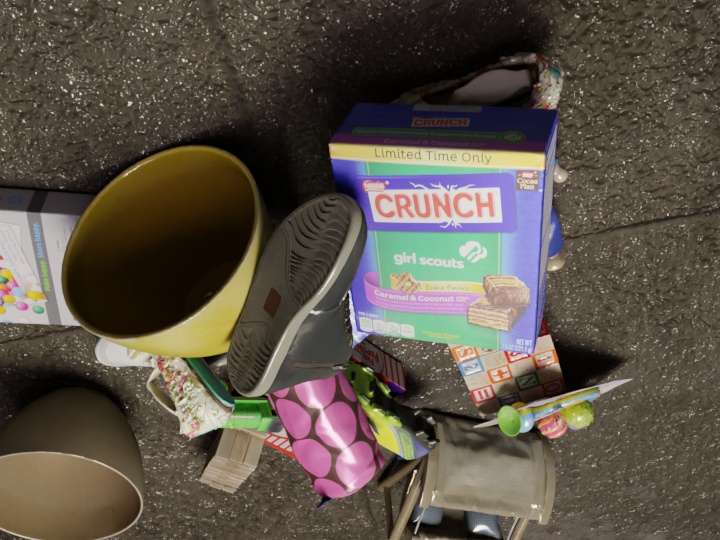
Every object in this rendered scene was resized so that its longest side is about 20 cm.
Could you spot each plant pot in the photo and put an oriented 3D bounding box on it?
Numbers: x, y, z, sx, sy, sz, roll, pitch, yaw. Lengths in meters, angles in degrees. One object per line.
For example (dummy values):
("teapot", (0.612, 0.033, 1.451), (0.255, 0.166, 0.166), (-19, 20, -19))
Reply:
("plant pot", (-0.362, 0.227, 0.893), (0.198, 0.135, 0.202), (-2, 132, -2))
("plant pot", (-0.158, 0.004, 0.690), (0.198, 0.202, 0.142), (-18, 145, 11))

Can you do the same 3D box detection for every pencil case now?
("pencil case", (-0.054, 0.148, 0.774), (0.093, 0.091, 0.202), (-13, 106, 38))

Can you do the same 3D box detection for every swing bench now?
("swing bench", (0.150, 0.320, 1.029), (0.197, 0.130, 0.201), (13, 129, -16))

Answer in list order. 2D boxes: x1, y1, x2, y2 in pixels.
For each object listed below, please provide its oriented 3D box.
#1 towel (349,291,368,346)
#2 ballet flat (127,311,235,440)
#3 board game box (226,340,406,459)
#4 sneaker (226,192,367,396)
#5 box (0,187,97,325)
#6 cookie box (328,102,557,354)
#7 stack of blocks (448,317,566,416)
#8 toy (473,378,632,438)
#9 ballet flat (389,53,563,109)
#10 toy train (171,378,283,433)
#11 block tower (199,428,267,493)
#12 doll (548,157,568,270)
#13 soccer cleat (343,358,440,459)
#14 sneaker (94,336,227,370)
("towel", (0.000, 0.000, 0.768), (0.199, 0.024, 0.145), (-38, 115, 14))
("ballet flat", (-0.206, 0.090, 0.750), (0.064, 0.200, 0.076), (-41, 155, 4))
("board game box", (-0.065, 0.153, 0.914), (0.151, 0.047, 0.200), (35, 120, -30))
("sneaker", (-0.034, 0.020, 0.622), (0.106, 0.075, 0.201), (0, 131, -48))
("box", (-0.368, -0.013, 0.743), (0.198, 0.041, 0.157), (5, 131, -8))
("cookie box", (0.073, -0.034, 0.612), (0.169, 0.075, 0.201), (6, 129, 18))
("stack of blocks", (0.169, 0.082, 0.864), (0.114, 0.059, 0.201), (-19, 131, 12))
("toy", (0.251, 0.183, 0.904), (0.199, 0.048, 0.115), (2, 154, -38))
("ballet flat", (0.079, -0.141, 0.631), (0.198, 0.076, 0.064), (-23, 172, 16))
("toy train", (-0.115, 0.156, 0.818), (0.198, 0.057, 0.042), (6, 133, -30))
("block tower", (-0.167, 0.240, 0.930), (0.054, 0.058, 0.200), (20, 149, -8))
("doll", (0.145, -0.074, 0.729), (0.135, 0.049, 0.201), (-14, 132, 20))
("soccer cleat", (0.015, 0.177, 0.869), (0.083, 0.065, 0.200), (-32, 127, 25))
("sneaker", (-0.213, 0.088, 0.817), (0.198, 0.087, 0.075), (-12, 134, 7))
